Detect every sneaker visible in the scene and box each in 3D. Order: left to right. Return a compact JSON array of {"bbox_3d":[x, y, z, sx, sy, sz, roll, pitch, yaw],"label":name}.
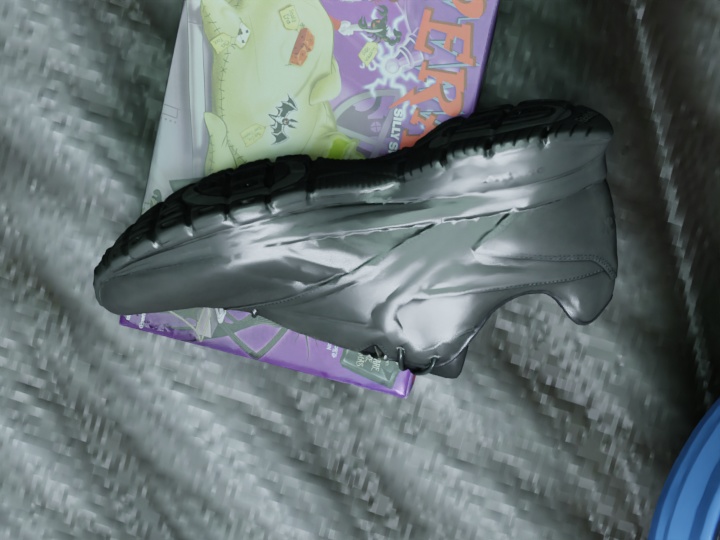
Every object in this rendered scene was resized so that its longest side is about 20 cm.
[{"bbox_3d":[0.000,0.000,0.857,0.198,0.076,0.092,-10,106,11],"label":"sneaker"}]

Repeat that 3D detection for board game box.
[{"bbox_3d":[-0.015,-0.062,0.896,0.119,0.032,0.202,12,101,2],"label":"board game box"}]

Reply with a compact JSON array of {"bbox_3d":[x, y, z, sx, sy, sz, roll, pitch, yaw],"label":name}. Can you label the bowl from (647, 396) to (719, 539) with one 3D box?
[{"bbox_3d":[0.201,0.117,0.849,0.199,0.039,0.203,0,91,-14],"label":"bowl"}]
